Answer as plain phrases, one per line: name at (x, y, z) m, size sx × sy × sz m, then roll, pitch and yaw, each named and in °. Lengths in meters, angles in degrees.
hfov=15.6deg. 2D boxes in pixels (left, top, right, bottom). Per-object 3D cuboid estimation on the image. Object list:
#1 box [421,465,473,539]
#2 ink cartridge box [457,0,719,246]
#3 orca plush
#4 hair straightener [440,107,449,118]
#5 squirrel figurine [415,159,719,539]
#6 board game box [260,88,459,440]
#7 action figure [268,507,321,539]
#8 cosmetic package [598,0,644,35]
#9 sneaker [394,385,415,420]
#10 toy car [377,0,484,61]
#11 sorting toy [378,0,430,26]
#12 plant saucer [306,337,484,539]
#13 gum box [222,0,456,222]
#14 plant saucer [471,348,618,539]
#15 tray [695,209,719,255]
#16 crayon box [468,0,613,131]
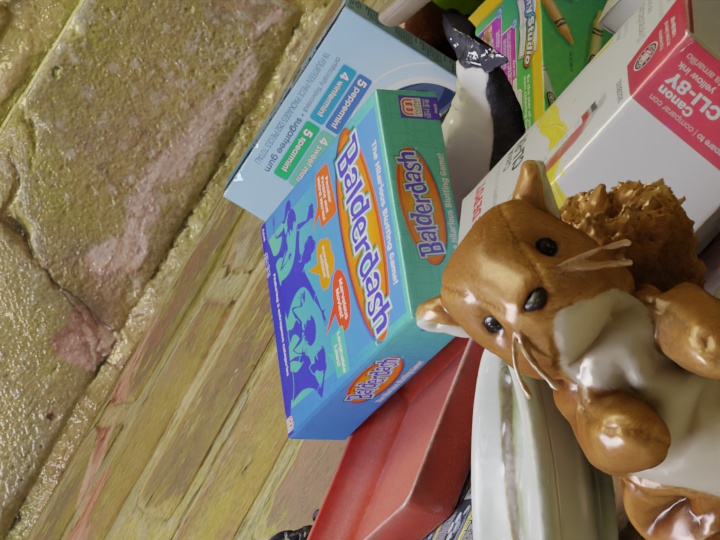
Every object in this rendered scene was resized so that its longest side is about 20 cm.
box at (0.072, 0.153, 1.497) m, size 0.200 × 0.049 × 0.161 m, roll -62°, pitch 13°, yaw -16°
ink cartridge box at (0.145, -0.058, 1.469) m, size 0.200 × 0.083 × 0.145 m, roll -49°, pitch 11°, yaw 21°
orca plush at (0.070, -0.079, 1.672) m, size 0.071 × 0.105 × 0.200 m, roll -51°, pitch -37°, yaw -47°
hair straightener at (0.059, -0.063, 1.813) m, size 0.077 × 0.041 × 0.200 m, roll -8°, pitch 53°, yaw 28°
squirrel figurine at (0.118, 0.033, 1.221) m, size 0.142 × 0.187 × 0.200 m, roll -57°, pitch 10°, yaw 13°
board game box at (0.000, 0.000, 1.637) m, size 0.200 × 0.045 × 0.152 m, roll 133°, pitch 134°, yaw -55°
action figure at (-0.051, 0.233, 1.736) m, size 0.200 × 0.102 × 0.119 m, roll -35°, pitch -12°, yaw -30°
cosmetic package at (0.237, -0.228, 1.670) m, size 0.103 × 0.087 × 0.200 m, roll -41°, pitch 21°, yaw 57°
sneaker at (0.056, 0.061, 1.776) m, size 0.090 × 0.078 × 0.200 m, roll -49°, pitch 26°, yaw 44°
toy car at (0.097, -0.123, 2.041) m, size 0.164 × 0.158 × 0.200 m, roll -54°, pitch 40°, yaw 46°
sorting toy at (0.095, -0.258, 1.782) m, size 0.200 × 0.036 × 0.185 m, roll -58°, pitch 8°, yaw -14°
plant saucer at (0.033, 0.105, 1.596) m, size 0.200 × 0.037 × 0.200 m, roll -48°, pitch 16°, yaw 53°
gum box at (0.029, -0.076, 1.918) m, size 0.170 × 0.200 × 0.045 m, roll -56°, pitch 8°, yaw 18°
plant saucer at (0.094, 0.130, 1.316) m, size 0.200 × 0.050 × 0.200 m, roll 177°, pitch 90°, yaw -84°
tray at (0.179, -0.019, 1.546) m, size 0.200 × 0.022 × 0.107 m, roll -51°, pitch 14°, yaw 37°
crayon box at (0.121, -0.097, 1.730) m, size 0.119 × 0.058 × 0.200 m, roll 140°, pitch 133°, yaw -61°
